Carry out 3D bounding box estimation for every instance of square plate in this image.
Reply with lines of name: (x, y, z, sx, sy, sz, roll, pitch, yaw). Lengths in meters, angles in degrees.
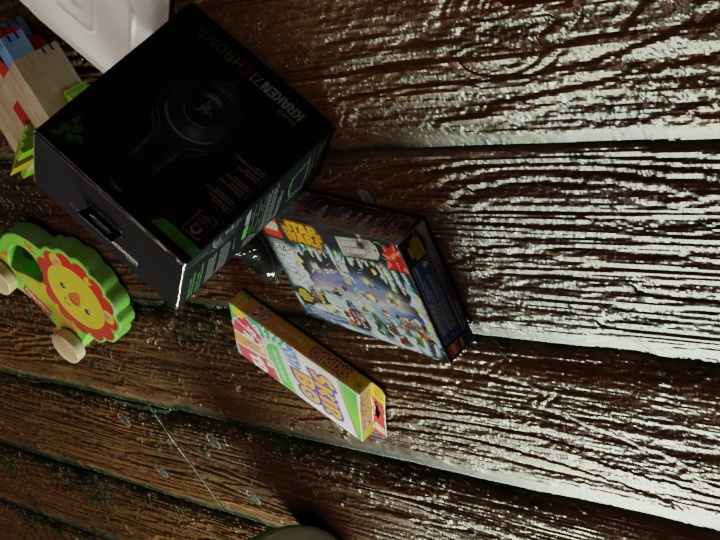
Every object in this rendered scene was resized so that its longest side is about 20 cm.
square plate: (-0.255, -0.256, 1.491, 0.200, 0.028, 0.198, 40, 154, 12)

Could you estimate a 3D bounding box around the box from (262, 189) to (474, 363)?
box: (0.000, 0.000, 1.465, 0.200, 0.040, 0.137, 16, 140, 46)

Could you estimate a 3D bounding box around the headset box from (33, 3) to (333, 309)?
headset box: (-0.156, -0.093, 1.380, 0.174, 0.200, 0.093, 42, 154, 10)

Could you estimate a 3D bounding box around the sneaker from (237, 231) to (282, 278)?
sneaker: (-0.164, -0.049, 1.565, 0.060, 0.104, 0.200, -4, 126, 57)

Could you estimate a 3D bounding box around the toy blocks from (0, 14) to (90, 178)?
toy blocks: (-0.340, -0.190, 1.658, 0.137, 0.100, 0.200, 58, 154, 0)

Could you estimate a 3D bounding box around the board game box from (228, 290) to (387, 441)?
board game box: (-0.054, 0.104, 1.716, 0.200, 0.030, 0.096, 31, 151, 23)

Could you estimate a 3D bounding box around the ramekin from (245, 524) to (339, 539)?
ramekin: (-0.085, 0.411, 2.015, 0.200, 0.200, 0.098, 45, 147, 1)

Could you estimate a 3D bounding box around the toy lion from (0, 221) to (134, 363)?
toy lion: (-0.366, 0.015, 2.020, 0.200, 0.069, 0.192, 44, 147, 5)
